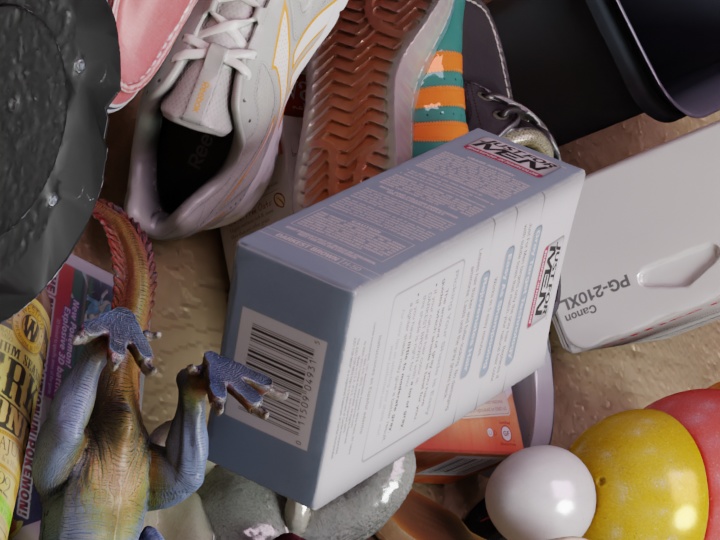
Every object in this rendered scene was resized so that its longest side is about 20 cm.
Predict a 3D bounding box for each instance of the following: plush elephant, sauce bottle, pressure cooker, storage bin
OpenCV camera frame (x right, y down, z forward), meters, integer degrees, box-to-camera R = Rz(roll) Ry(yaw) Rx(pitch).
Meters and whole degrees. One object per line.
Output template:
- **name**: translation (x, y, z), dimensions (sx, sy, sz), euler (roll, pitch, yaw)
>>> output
- **plush elephant**: translation (-0.021, 0.139, 1.139), dimensions (0.165, 0.199, 0.156), euler (49, 26, -64)
- **sauce bottle**: translation (-0.159, 0.038, 1.083), dimensions (0.065, 0.065, 0.201), euler (32, 49, -33)
- **pressure cooker**: translation (-0.214, -0.071, 1.018), dimensions (0.176, 0.199, 0.180), euler (-17, 118, -56)
- **storage bin**: translation (0.141, -0.144, 1.485), dimensions (0.200, 0.134, 0.146), euler (-29, 93, -51)

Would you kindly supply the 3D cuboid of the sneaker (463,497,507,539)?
- **sneaker**: translation (0.131, 0.135, 1.380), dimensions (0.200, 0.074, 0.087), euler (-16, 84, -50)

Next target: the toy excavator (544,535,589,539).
- **toy excavator**: translation (0.155, 0.207, 1.227), dimensions (0.199, 0.100, 0.196), euler (-8, 84, -39)

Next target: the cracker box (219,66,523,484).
- **cracker box**: translation (0.000, 0.000, 1.317), dimensions (0.134, 0.058, 0.201), euler (6, 66, -46)

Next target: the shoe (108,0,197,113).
- **shoe**: translation (-0.066, -0.160, 1.144), dimensions (0.071, 0.091, 0.201), euler (26, 78, -56)

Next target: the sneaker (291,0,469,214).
- **sneaker**: translation (0.018, -0.071, 1.279), dimensions (0.080, 0.071, 0.201), euler (54, 39, -43)

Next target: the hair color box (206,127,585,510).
- **hair color box**: translation (0.017, 0.016, 1.144), dimensions (0.200, 0.060, 0.100), euler (-26, 133, -54)

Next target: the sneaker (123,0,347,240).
- **sneaker**: translation (-0.054, -0.101, 1.203), dimensions (0.075, 0.201, 0.092), euler (18, 19, 6)

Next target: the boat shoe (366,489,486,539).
- **boat shoe**: translation (0.063, 0.169, 1.281), dimensions (0.199, 0.070, 0.070), euler (31, 18, -21)

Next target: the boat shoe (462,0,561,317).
- **boat shoe**: translation (0.066, -0.052, 1.321), dimensions (0.072, 0.065, 0.201), euler (23, 53, -40)

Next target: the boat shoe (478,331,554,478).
- **boat shoe**: translation (0.071, 0.010, 1.383), dimensions (0.056, 0.068, 0.201), euler (9, 62, -45)

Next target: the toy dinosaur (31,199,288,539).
- **toy dinosaur**: translation (-0.095, 0.107, 1.078), dimensions (0.104, 0.182, 0.200), euler (16, 32, -16)

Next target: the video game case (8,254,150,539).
- **video game case**: translation (-0.169, 0.064, 1.127), dimensions (0.182, 0.023, 0.201), euler (29, 51, -35)

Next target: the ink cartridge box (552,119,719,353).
- **ink cartridge box**: translation (0.183, -0.021, 1.415), dimensions (0.085, 0.144, 0.200), euler (69, 19, 6)

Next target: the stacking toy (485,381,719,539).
- **stacking toy**: translation (0.139, 0.112, 1.280), dimensions (0.199, 0.146, 0.147), euler (4, 68, -33)
